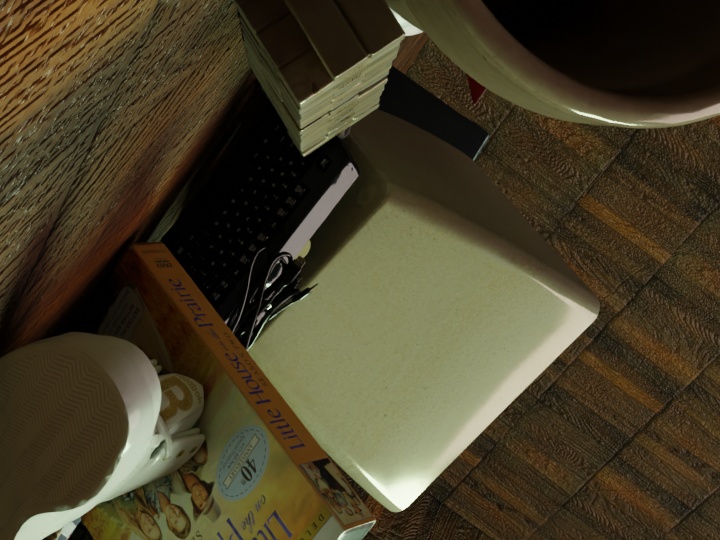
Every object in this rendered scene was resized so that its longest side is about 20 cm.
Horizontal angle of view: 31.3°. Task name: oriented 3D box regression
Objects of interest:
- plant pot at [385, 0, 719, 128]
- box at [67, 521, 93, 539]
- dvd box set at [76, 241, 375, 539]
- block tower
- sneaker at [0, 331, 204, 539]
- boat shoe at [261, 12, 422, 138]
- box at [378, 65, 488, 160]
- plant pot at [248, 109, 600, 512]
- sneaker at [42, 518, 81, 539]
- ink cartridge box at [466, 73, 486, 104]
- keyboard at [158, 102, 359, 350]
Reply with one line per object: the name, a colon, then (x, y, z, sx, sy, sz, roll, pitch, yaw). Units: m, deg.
plant pot: (0.075, -0.155, 0.512, 0.201, 0.200, 0.174, -55, -162, -8)
box: (-0.181, 0.259, 0.880, 0.157, 0.050, 0.201, 5, -123, 50)
dvd box set: (-0.095, 0.106, 0.684, 0.029, 0.200, 0.147, -3, 137, -52)
block tower: (-0.021, -0.103, 0.625, 0.054, 0.058, 0.200, -32, 179, -3)
sneaker: (-0.115, 0.064, 0.597, 0.115, 0.074, 0.200, -28, 173, -40)
boat shoe: (0.015, -0.163, 0.735, 0.200, 0.066, 0.074, -55, -178, 40)
box: (-0.011, -0.068, 1.081, 0.107, 0.148, 0.200, -57, -178, -42)
plant pot: (0.000, 0.000, 0.855, 0.200, 0.177, 0.200, -45, -137, 9)
sneaker: (-0.194, 0.145, 0.793, 0.109, 0.070, 0.200, -57, 175, 37)
ink cartridge box: (0.093, -0.238, 0.813, 0.200, 0.044, 0.178, 126, -29, -43)
keyboard: (-0.079, -0.003, 0.729, 0.201, 0.104, 0.040, -53, 154, 3)
